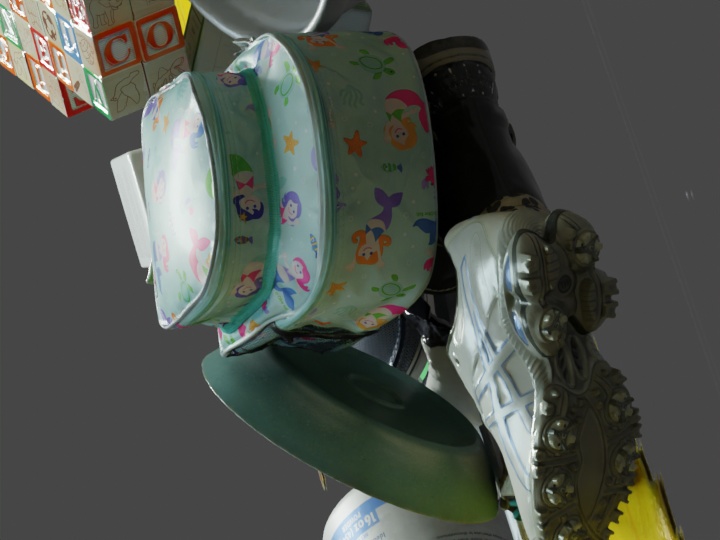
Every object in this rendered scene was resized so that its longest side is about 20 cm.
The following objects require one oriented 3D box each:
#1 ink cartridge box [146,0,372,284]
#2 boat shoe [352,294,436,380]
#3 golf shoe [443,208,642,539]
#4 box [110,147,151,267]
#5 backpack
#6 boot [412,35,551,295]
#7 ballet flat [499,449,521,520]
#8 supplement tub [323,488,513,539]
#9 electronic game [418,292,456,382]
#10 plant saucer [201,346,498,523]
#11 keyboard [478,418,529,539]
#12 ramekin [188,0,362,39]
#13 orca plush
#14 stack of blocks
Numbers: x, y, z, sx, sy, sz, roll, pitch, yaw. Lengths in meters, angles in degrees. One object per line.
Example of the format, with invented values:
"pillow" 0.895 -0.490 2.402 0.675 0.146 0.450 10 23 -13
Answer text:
"ink cartridge box" -0.069 -0.086 1.785 0.059 0.104 0.200 -120 41 -67
"boat shoe" 0.000 0.000 1.790 0.093 0.075 0.200 -30 -51 -54
"golf shoe" 0.092 0.061 1.525 0.097 0.078 0.200 11 112 49
"box" -0.131 -0.072 2.530 0.200 0.152 0.106 180 73 -82
"backpack" -0.037 -0.047 1.599 0.200 0.151 0.178 -22 71 61
"boot" 0.064 -0.016 1.642 0.204 0.073 0.154 94 160 -50
"ballet flat" 0.107 0.109 1.647 0.200 0.067 0.062 130 131 -79
"supplement tub" 0.061 0.241 1.952 0.132 0.132 0.200 84 167 -48
"electronic game" 0.030 -0.012 1.991 0.200 0.042 0.200 164 90 -81
"plant saucer" 0.001 0.085 1.707 0.036 0.200 0.200 -63 21 12
"keyboard" 0.121 0.182 1.753 0.011 0.056 0.200 -25 78 42
"ramekin" -0.043 -0.238 1.652 0.200 0.105 0.200 36 141 36
"orca plush" 0.064 0.074 1.829 0.200 0.105 0.071 62 -142 -41
"stack of blocks" -0.177 -0.160 1.784 0.200 0.059 0.115 36 145 53
